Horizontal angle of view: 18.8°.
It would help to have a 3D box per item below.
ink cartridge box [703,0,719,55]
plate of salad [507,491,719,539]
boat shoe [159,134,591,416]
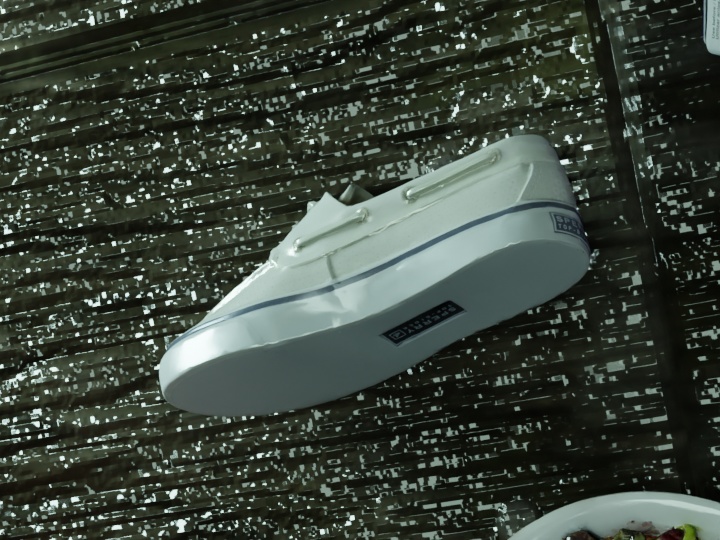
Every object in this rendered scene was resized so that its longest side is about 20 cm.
[{"bbox_3d":[0.192,-0.136,0.767,0.200,0.076,0.137,25,120,54],"label":"ink cartridge box"},{"bbox_3d":[0.118,0.190,0.876,0.200,0.048,0.200,1,94,23],"label":"plate of salad"},{"bbox_3d":[0.000,0.000,0.912,0.200,0.071,0.070,-26,56,25],"label":"boat shoe"}]
